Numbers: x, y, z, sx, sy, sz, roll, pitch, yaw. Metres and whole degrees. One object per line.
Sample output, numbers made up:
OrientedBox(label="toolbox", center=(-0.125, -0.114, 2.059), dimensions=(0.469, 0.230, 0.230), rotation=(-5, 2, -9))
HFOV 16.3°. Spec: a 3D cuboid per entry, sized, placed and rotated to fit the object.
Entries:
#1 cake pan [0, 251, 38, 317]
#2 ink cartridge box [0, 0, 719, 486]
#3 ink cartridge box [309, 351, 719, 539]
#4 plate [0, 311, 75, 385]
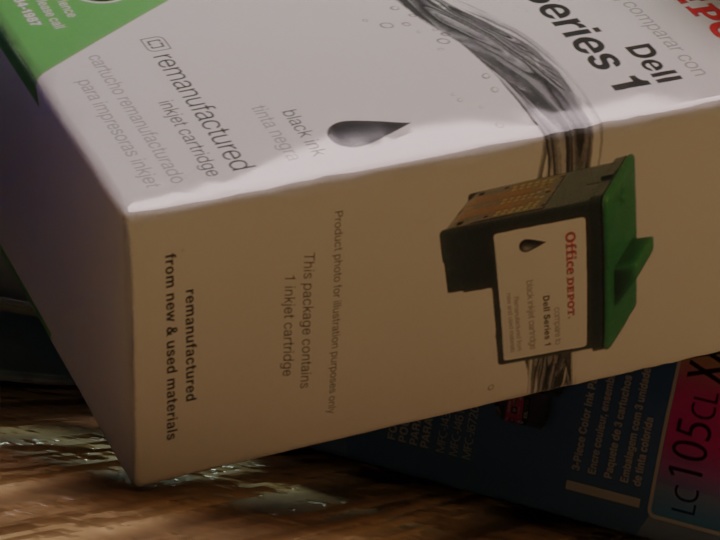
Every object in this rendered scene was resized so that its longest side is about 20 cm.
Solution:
OrientedBox(label="cake pan", center=(-0.141, -0.019, 0.801), dimensions=(0.200, 0.037, 0.200), rotation=(13, 2, 0))
OrientedBox(label="ink cartridge box", center=(0.009, -0.034, 0.674), dimensions=(0.200, 0.084, 0.146), rotation=(-13, 36, -21))
OrientedBox(label="ink cartridge box", center=(0.053, 0.031, 0.785), dimensions=(0.200, 0.077, 0.136), rotation=(15, 2, 24))
OrientedBox(label="plate", center=(-0.180, 0.003, 0.823), dimensions=(0.200, 0.026, 0.200), rotation=(13, 3, -1))
